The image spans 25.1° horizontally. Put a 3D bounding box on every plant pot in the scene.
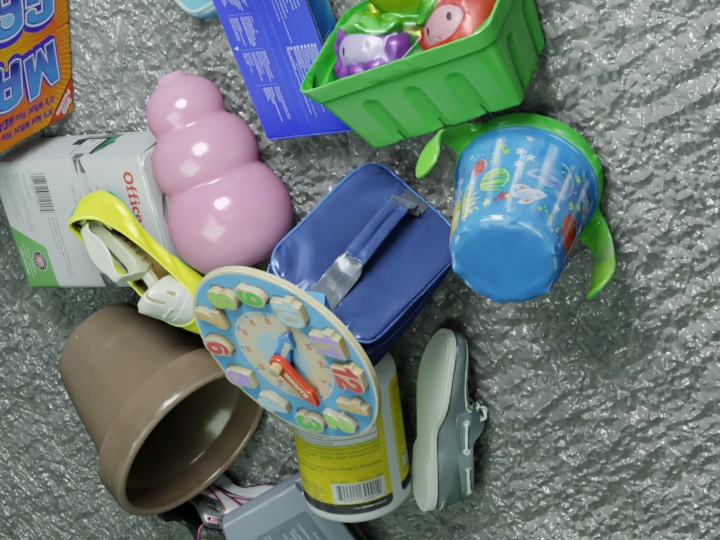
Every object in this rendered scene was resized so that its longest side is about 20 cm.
[{"bbox_3d":[-0.227,0.131,1.719,0.174,0.200,0.201,41,131,28],"label":"plant pot"}]

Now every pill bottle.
[{"bbox_3d":[-0.015,0.141,1.624,0.114,0.114,0.201,6,117,28],"label":"pill bottle"}]

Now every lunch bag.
[{"bbox_3d":[0.000,0.000,1.494,0.136,0.200,0.132,40,147,3],"label":"lunch bag"}]

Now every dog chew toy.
[{"bbox_3d":[-0.146,-0.098,1.575,0.124,0.124,0.201,-18,97,36],"label":"dog chew toy"}]

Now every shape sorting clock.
[{"bbox_3d":[-0.068,0.077,1.432,0.199,0.039,0.201,22,141,19],"label":"shape sorting clock"}]

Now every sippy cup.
[{"bbox_3d":[0.136,-0.046,1.404,0.177,0.131,0.140,8,130,13],"label":"sippy cup"}]

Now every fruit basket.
[{"bbox_3d":[0.040,-0.230,1.384,0.214,0.156,0.216,13,137,13],"label":"fruit basket"}]

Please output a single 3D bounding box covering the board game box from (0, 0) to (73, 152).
[{"bbox_3d":[-0.430,-0.237,1.611,0.199,0.200,0.201,17,123,23],"label":"board game box"}]

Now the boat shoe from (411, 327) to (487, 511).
[{"bbox_3d":[0.093,0.147,1.612,0.061,0.073,0.201,-2,114,-17],"label":"boat shoe"}]

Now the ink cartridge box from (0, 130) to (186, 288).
[{"bbox_3d":[-0.268,-0.063,1.683,0.199,0.084,0.147,0,115,29],"label":"ink cartridge box"}]

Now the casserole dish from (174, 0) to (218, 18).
[{"bbox_3d":[-0.129,-0.310,1.499,0.200,0.039,0.121,-30,97,39],"label":"casserole dish"}]

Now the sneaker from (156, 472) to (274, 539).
[{"bbox_3d":[-0.142,0.283,1.793,0.199,0.086,0.081,16,124,20],"label":"sneaker"}]

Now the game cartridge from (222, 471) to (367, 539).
[{"bbox_3d":[-0.055,0.318,1.746,0.133,0.041,0.200,-31,109,10],"label":"game cartridge"}]

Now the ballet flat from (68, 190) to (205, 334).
[{"bbox_3d":[-0.211,0.005,1.593,0.200,0.067,0.067,45,126,0],"label":"ballet flat"}]

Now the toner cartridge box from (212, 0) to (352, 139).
[{"bbox_3d":[-0.071,-0.218,1.480,0.094,0.043,0.201,-4,125,25],"label":"toner cartridge box"}]
